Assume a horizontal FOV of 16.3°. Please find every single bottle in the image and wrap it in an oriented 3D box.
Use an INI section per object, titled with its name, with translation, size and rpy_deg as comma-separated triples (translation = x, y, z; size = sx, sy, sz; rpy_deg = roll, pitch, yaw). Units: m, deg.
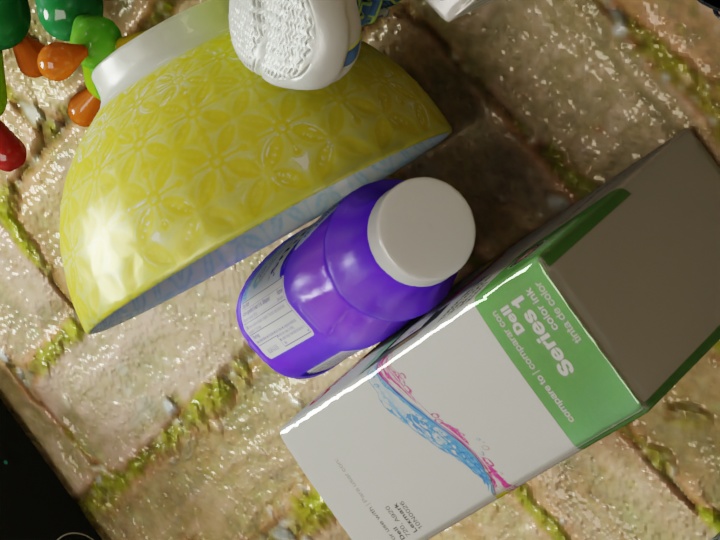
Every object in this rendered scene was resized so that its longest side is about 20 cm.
[bottle]
translation = 0.000, 0.000, 1.196
size = 0.065, 0.083, 0.200
rpy_deg = 48, 161, -3

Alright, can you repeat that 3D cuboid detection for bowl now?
[bowl]
translation = -0.068, -0.063, 1.185
size = 0.200, 0.200, 0.108
rpy_deg = -31, 88, 43

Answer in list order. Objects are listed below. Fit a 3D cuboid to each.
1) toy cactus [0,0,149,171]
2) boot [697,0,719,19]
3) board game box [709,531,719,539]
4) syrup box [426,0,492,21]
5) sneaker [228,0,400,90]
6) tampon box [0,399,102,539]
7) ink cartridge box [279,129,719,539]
[toy cactus]
translation = -0.168, -0.148, 1.286
size = 0.166, 0.102, 0.200
rpy_deg = 60, 142, 5
[boot]
translation = 0.171, -0.112, 1.038
size = 0.075, 0.097, 0.201
rpy_deg = -33, 93, 44
[board game box]
translation = 0.193, 0.105, 1.144
size = 0.023, 0.105, 0.200
rpy_deg = 42, 132, 6
[syrup box]
translation = 0.007, -0.210, 1.104
size = 0.200, 0.079, 0.081
rpy_deg = 47, 116, 4
[sneaker]
translation = -0.012, -0.138, 1.121
size = 0.200, 0.104, 0.076
rpy_deg = -121, 39, -54
[tampon box]
translation = -0.249, 0.186, 1.492
size = 0.201, 0.150, 0.126
rpy_deg = 53, 134, -2
[ink cartridge box]
translation = 0.077, 0.038, 1.164
size = 0.084, 0.145, 0.200
rpy_deg = 53, 134, -1
